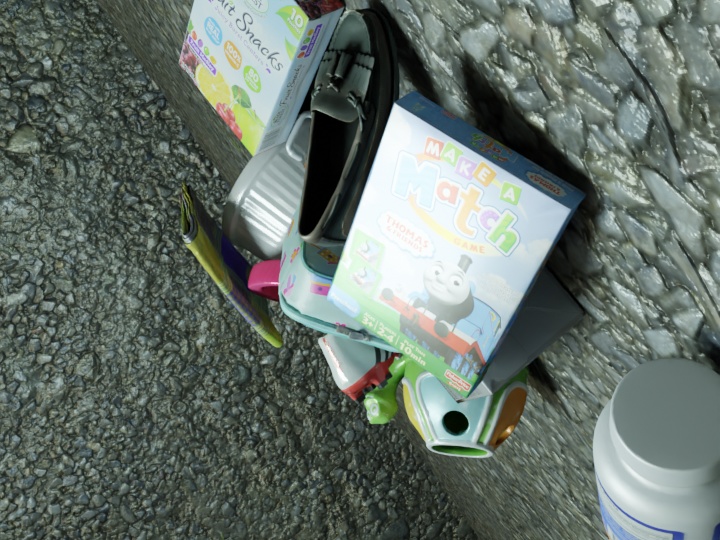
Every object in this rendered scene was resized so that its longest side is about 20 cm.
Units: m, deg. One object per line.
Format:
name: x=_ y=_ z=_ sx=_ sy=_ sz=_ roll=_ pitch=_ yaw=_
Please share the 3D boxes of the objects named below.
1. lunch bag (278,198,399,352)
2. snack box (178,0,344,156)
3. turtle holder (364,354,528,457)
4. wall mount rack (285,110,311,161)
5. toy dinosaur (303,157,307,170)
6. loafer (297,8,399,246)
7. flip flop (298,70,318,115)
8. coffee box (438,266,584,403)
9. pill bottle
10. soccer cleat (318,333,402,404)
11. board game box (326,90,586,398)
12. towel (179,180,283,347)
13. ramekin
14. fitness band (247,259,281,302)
lunch bag: x=0.000 y=0.000 z=0.847 sx=0.159 sy=0.077 sz=0.201 roll=20 pitch=-152 yaw=-14
snack box: x=-0.107 y=-0.232 z=0.817 sx=0.142 sy=0.053 sz=0.200 roll=50 pitch=144 yaw=11
turtle holder: x=0.103 y=0.144 z=0.962 sx=0.184 sy=0.133 sz=0.141 roll=10 pitch=159 yaw=-5
wall mount rack: x=0.019 y=-0.105 z=0.880 sx=0.173 sy=0.075 sz=0.200 roll=18 pitch=-165 yaw=-36
toy dinosaur: x=0.042 y=-0.063 z=0.739 sx=0.200 sy=0.102 sz=0.137 roll=39 pitch=134 yaw=39
loafer: x=-0.014 y=-0.117 z=0.683 sx=0.072 sy=0.063 sz=0.202 roll=17 pitch=107 yaw=42
flip flop: x=-0.087 y=-0.212 z=0.962 sx=0.057 sy=0.081 sz=0.200 roll=38 pitch=174 yaw=11
coffee box: x=0.128 y=0.064 z=0.809 sx=0.080 sy=0.113 sz=0.200 roll=51 pitch=172 yaw=8
pill bottle: x=0.232 y=0.148 z=0.609 sx=0.112 sy=0.112 sz=0.201 roll=46 pitch=168 yaw=38
soccer cleat: x=0.010 y=0.072 z=0.893 sx=0.085 sy=0.068 sz=0.200 roll=55 pitch=-158 yaw=-2
board game box: x=0.064 y=-0.015 z=0.642 sx=0.151 sy=0.037 sz=0.201 roll=34 pitch=129 yaw=16
towel: x=-0.160 y=-0.006 z=1.004 sx=0.201 sy=0.023 sz=0.144 roll=57 pitch=-176 yaw=-32
ramekin: x=-0.071 y=-0.089 z=1.014 sx=0.094 sy=0.203 sz=0.203 roll=39 pitch=168 yaw=11
fitness band: x=-0.037 y=0.026 z=0.981 sx=0.198 sy=0.038 sz=0.143 roll=13 pitch=170 yaw=-21
